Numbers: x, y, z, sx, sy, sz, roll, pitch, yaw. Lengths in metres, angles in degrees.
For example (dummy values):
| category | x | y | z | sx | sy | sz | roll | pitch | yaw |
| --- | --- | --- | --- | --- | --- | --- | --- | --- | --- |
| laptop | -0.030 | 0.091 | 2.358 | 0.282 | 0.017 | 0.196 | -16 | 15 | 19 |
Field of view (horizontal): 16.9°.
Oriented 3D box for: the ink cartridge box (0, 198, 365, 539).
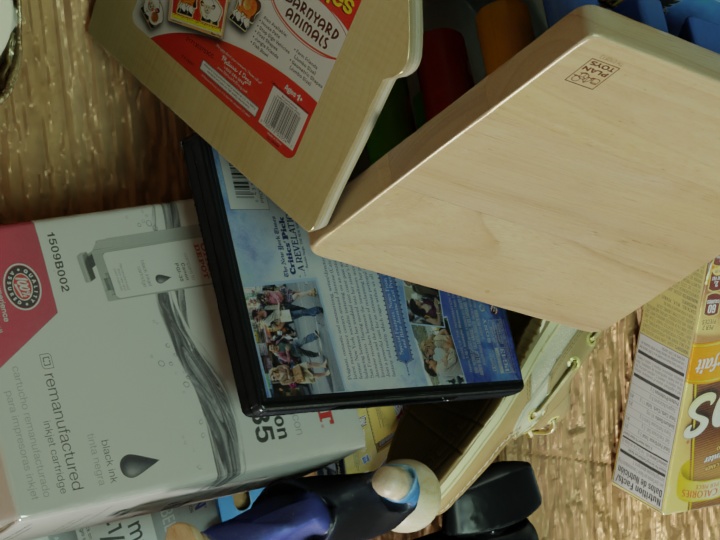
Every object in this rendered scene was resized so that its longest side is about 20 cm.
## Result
| category | x | y | z | sx | sy | sz | roll | pitch | yaw |
| --- | --- | --- | --- | --- | --- | --- | --- | --- | --- |
| ink cartridge box | -0.113 | 0.045 | 1.206 | 0.199 | 0.083 | 0.147 | -10 | 79 | -33 |

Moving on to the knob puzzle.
| category | x | y | z | sx | sy | sz | roll | pitch | yaw |
| --- | --- | --- | --- | --- | --- | --- | --- | --- | --- |
| knob puzzle | -0.035 | -0.151 | 1.134 | 0.030 | 0.219 | 0.221 | -11 | 115 | -48 |

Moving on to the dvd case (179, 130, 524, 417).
| category | x | y | z | sx | sy | sz | roll | pitch | yaw |
| --- | --- | --- | --- | --- | --- | --- | --- | --- | --- |
| dvd case | 0.000 | 0.000 | 1.236 | 0.200 | 0.018 | 0.143 | -1 | 74 | -47 |

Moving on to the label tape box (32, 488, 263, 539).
| category | x | y | z | sx | sy | sz | roll | pitch | yaw |
| --- | --- | --- | --- | --- | --- | --- | --- | --- | --- |
| label tape box | -0.115 | 0.153 | 1.298 | 0.199 | 0.066 | 0.144 | -25 | 122 | -25 |

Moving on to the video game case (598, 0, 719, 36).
| category | x | y | z | sx | sy | sz | roll | pitch | yaw |
| --- | --- | --- | --- | --- | --- | --- | --- | --- | --- |
| video game case | 0.112 | -0.198 | 1.191 | 0.199 | 0.182 | 0.045 | 17 | 133 | -40 |

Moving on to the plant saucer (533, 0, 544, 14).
| category | x | y | z | sx | sy | sz | roll | pitch | yaw |
| --- | --- | --- | --- | --- | --- | --- | --- | --- | --- |
| plant saucer | 0.128 | -0.276 | 1.314 | 0.199 | 0.048 | 0.200 | -37 | 126 | -19 |

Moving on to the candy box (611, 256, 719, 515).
| category | x | y | z | sx | sy | sz | roll | pitch | yaw |
| --- | --- | --- | --- | --- | --- | --- | --- | --- | --- |
| candy box | 0.231 | 0.046 | 1.515 | 0.115 | 0.055 | 0.201 | -5 | 111 | -35 |

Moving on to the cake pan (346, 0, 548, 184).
| category | x | y | z | sx | sy | sz | roll | pitch | yaw |
| --- | --- | --- | --- | --- | --- | --- | --- | --- | --- |
| cake pan | 0.034 | -0.088 | 1.255 | 0.200 | 0.037 | 0.201 | 14 | 69 | -38 |

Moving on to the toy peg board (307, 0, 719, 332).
| category | x | y | z | sx | sy | sz | roll | pitch | yaw |
| --- | --- | --- | --- | --- | --- | --- | --- | --- | --- |
| toy peg board | 0.104 | -0.074 | 1.167 | 0.199 | 0.098 | 0.199 | 15 | 142 | -38 |

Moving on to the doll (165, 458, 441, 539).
| category | x | y | z | sx | sy | sz | roll | pitch | yaw |
| --- | --- | --- | --- | --- | --- | --- | --- | --- | --- |
| doll | -0.033 | 0.130 | 1.233 | 0.200 | 0.136 | 0.049 | -14 | 82 | -46 |

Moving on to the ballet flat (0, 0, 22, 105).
| category | x | y | z | sx | sy | sz | roll | pitch | yaw |
| --- | --- | --- | --- | --- | --- | --- | --- | --- | --- |
| ballet flat | -0.182 | -0.165 | 1.119 | 0.070 | 0.065 | 0.201 | -17 | 117 | -30 |

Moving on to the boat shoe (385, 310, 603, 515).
| category | x | y | z | sx | sy | sz | roll | pitch | yaw |
| --- | --- | --- | --- | --- | --- | --- | --- | --- | --- |
| boat shoe | 0.090 | 0.060 | 1.360 | 0.066 | 0.074 | 0.200 | 40 | 83 | -34 |

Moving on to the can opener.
| category | x | y | z | sx | sy | sz | roll | pitch | yaw |
| --- | --- | --- | --- | --- | --- | --- | --- | --- | --- |
| can opener | 0.029 | 0.173 | 1.397 | 0.200 | 0.063 | 0.079 | -21 | 94 | -39 |

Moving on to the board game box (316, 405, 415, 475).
| category | x | y | z | sx | sy | sz | roll | pitch | yaw |
| --- | --- | --- | --- | --- | --- | --- | --- | --- | --- |
| board game box | 0.029 | 0.023 | 1.370 | 0.135 | 0.035 | 0.201 | -21 | 120 | -28 |
